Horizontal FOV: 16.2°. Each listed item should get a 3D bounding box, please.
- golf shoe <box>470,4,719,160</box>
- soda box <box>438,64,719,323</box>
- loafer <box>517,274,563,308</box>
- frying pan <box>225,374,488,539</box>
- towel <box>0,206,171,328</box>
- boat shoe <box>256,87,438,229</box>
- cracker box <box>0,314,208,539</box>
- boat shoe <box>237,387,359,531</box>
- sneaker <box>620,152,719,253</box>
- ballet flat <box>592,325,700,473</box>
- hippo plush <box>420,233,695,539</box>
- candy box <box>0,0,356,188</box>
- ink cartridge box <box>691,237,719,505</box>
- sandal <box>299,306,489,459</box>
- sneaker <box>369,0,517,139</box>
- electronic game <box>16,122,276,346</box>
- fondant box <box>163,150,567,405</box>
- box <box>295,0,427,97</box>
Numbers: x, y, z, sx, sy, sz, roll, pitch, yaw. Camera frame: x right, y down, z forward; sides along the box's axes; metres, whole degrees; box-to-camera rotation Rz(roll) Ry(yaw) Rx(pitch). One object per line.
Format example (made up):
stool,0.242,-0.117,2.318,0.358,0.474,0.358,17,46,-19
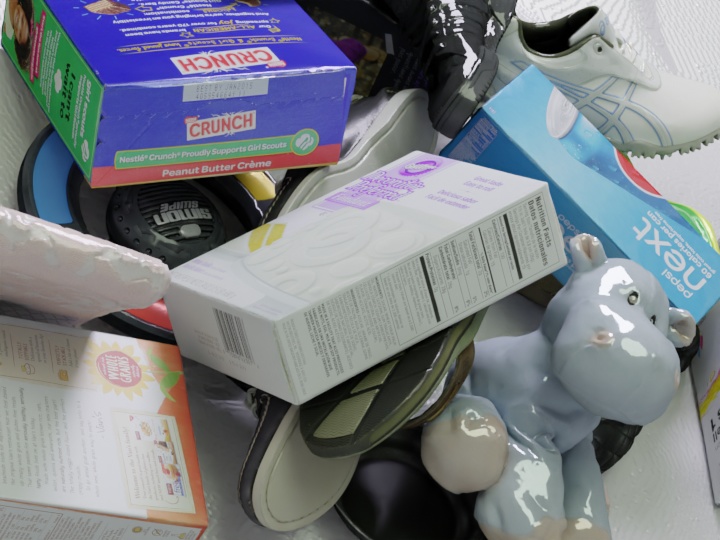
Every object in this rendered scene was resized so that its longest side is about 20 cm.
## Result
golf shoe,0.175,-0.137,1.776,0.200,0.097,0.078,4,33,-16
soda box,0.151,-0.037,1.677,0.200,0.064,0.068,46,48,3
loafer,0.089,-0.039,1.733,0.200,0.067,0.076,23,42,-13
frying pan,-0.007,0.125,1.537,0.190,0.031,0.115,18,41,-13
towel,-0.227,-0.008,1.412,0.200,0.191,0.032,17,75,-20
boat shoe,-0.020,-0.055,1.637,0.200,0.060,0.074,-53,133,-40
cracker box,-0.194,0.093,1.423,0.200,0.058,0.134,12,44,-26
boat shoe,-0.035,0.083,1.514,0.063,0.073,0.200,-1,37,28
sneaker,0.177,-0.036,1.790,0.083,0.074,0.200,-15,49,-37
ballet flat,0.177,0.075,1.709,0.066,0.057,0.200,21,31,19
hippo plush,0.138,0.078,1.554,0.159,0.161,0.200,44,20,-20
candy box,-0.120,-0.135,1.612,0.169,0.077,0.200,-5,31,-24
ink cartridge box,0.298,0.053,1.724,0.084,0.145,0.200,16,44,-20
sandal,0.034,0.059,1.491,0.201,0.080,0.057,-45,124,-51
sneaker,0.044,-0.170,1.680,0.104,0.060,0.200,31,38,-8
electronic game,-0.122,-0.028,1.600,0.200,0.042,0.200,19,42,-19
fondant box,0.000,0.000,1.503,0.200,0.058,0.144,-26,23,-26
box,-0.016,-0.193,1.781,0.200,0.106,0.122,31,41,-5
